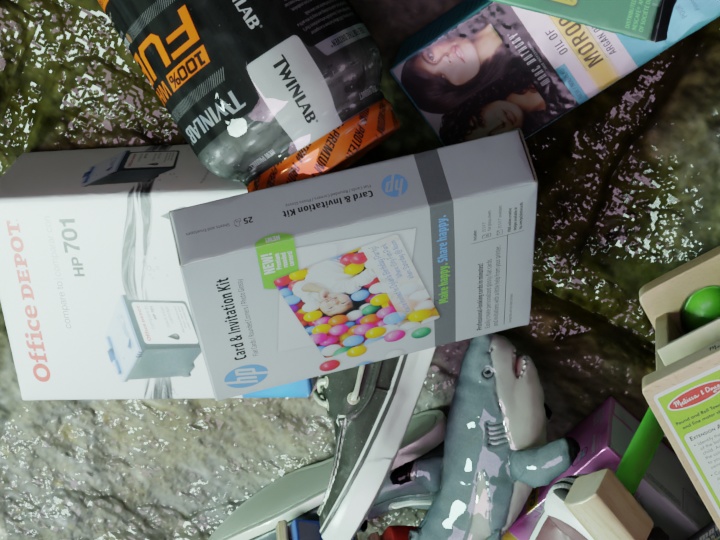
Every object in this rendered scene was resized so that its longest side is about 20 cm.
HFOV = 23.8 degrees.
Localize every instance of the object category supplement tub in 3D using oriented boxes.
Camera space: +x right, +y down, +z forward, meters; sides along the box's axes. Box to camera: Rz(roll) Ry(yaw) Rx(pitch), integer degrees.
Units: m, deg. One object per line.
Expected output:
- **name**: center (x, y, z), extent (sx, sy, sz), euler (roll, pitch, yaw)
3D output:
- **supplement tub**: center (-0.069, -0.140, 0.966), extent (0.122, 0.122, 0.201), euler (-33, 90, 24)

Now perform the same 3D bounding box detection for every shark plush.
- **shark plush**: center (0.057, 0.138, 1.098), extent (0.083, 0.091, 0.201), euler (31, 108, -12)

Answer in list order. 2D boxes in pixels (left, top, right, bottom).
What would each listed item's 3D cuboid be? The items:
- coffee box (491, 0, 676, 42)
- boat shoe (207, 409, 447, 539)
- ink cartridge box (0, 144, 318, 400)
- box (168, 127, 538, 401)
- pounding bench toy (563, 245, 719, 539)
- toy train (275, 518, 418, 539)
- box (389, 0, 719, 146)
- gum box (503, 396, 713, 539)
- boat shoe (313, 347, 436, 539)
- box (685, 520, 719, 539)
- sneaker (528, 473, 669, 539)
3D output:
- **coffee box**: center (0.084, -0.208, 0.928), extent (0.198, 0.044, 0.124), euler (17, 106, 20)
- **boat shoe**: center (-0.015, 0.164, 1.155), extent (0.199, 0.073, 0.062), euler (-28, 104, 18)
- **ink cartridge box**: center (-0.127, 0.001, 1.092), extent (0.197, 0.086, 0.148), euler (-3, 115, 11)
- **box**: center (0.000, 0.000, 0.972), extent (0.197, 0.042, 0.157), euler (-12, 148, -4)
- **pounding bench toy**: center (0.214, 0.074, 1.007), extent (0.199, 0.156, 0.125), euler (-28, 107, 18)
- **toy train**: center (0.030, 0.191, 1.134), extent (0.198, 0.034, 0.046), euler (9, 139, -22)
- **box**: center (0.120, -0.144, 0.986), extent (0.199, 0.049, 0.083), euler (-32, 105, 24)
- **gum box**: center (0.195, 0.195, 1.126), extent (0.200, 0.066, 0.113), euler (41, 116, -10)
- **boat shoe**: center (0.005, 0.073, 1.075), extent (0.063, 0.071, 0.202), euler (21, 83, 2)
- **box**: center (0.248, 0.205, 1.064), extent (0.110, 0.035, 0.200), euler (43, 114, -11)
- **sneaker**: center (0.170, 0.226, 1.030), extent (0.200, 0.075, 0.116), euler (44, 117, 25)
